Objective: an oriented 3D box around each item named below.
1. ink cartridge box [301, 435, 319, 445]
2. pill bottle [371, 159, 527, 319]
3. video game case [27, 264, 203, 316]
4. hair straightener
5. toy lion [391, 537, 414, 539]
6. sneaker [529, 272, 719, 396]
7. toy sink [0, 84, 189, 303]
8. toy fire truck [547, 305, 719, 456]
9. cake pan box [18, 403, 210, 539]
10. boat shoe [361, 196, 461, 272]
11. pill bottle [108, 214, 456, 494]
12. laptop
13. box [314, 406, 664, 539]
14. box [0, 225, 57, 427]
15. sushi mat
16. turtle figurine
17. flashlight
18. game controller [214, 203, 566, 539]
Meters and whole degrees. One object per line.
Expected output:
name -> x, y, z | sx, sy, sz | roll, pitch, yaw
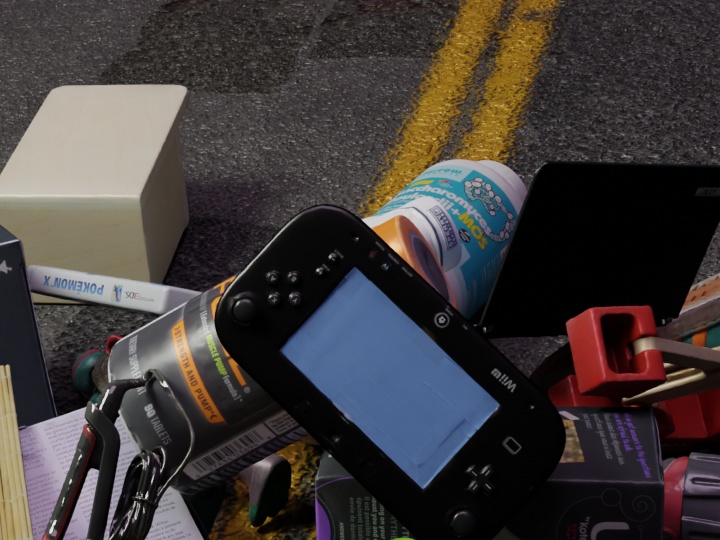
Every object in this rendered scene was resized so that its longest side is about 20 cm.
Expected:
ink cartridge box -> 0.007, 0.084, 1.210 | 0.116, 0.068, 0.200 | 3, -10, 12
pill bottle -> 0.063, -0.018, 1.410 | 0.110, 0.112, 0.200 | 11, 31, 26
video game case -> -0.114, 0.029, 1.293 | 0.199, 0.022, 0.181 | 14, -4, -41
hair straightener -> -0.137, 0.149, 0.989 | 0.076, 0.041, 0.202 | 18, 67, -1
toy lion -> -0.008, 0.230, 0.905 | 0.191, 0.069, 0.200 | -35, 31, 1
sneaker -> 0.222, 0.067, 1.282 | 0.198, 0.081, 0.071 | -23, 11, 7
toy sink -> -0.222, -0.065, 1.531 | 0.129, 0.113, 0.201 | 0, 32, 7
toy fire truck -> 0.196, 0.074, 1.148 | 0.198, 0.141, 0.049 | 4, 64, -29
cake pan box -> -0.182, 0.179, 1.046 | 0.198, 0.053, 0.185 | -18, 59, -25
boat shoe -> 0.000, 0.000, 1.248 | 0.065, 0.074, 0.200 | -27, -7, -26
pill bottle -> -0.043, 0.044, 1.063 | 0.199, 0.107, 0.106 | -29, 24, 13
laptop -> 0.127, -0.008, 1.199 | 0.176, 0.105, 0.199 | -1, -4, -34
box -> 0.077, 0.154, 1.057 | 0.198, 0.124, 0.106 | 1, 20, 6
box -> -0.287, 0.047, 1.233 | 0.106, 0.150, 0.200 | -14, 13, -19
sushi mat -> -0.241, 0.118, 1.028 | 0.095, 0.012, 0.200 | -10, 31, -10
turtle figurine -> -0.146, 0.109, 1.213 | 0.149, 0.102, 0.199 | -26, 41, -37
flashlight -> 0.140, 0.143, 1.145 | 0.198, 0.069, 0.068 | 5, 0, 18
game controller -> 0.016, 0.059, 0.975 | 0.200, 0.104, 0.042 | 43, 6, 5
